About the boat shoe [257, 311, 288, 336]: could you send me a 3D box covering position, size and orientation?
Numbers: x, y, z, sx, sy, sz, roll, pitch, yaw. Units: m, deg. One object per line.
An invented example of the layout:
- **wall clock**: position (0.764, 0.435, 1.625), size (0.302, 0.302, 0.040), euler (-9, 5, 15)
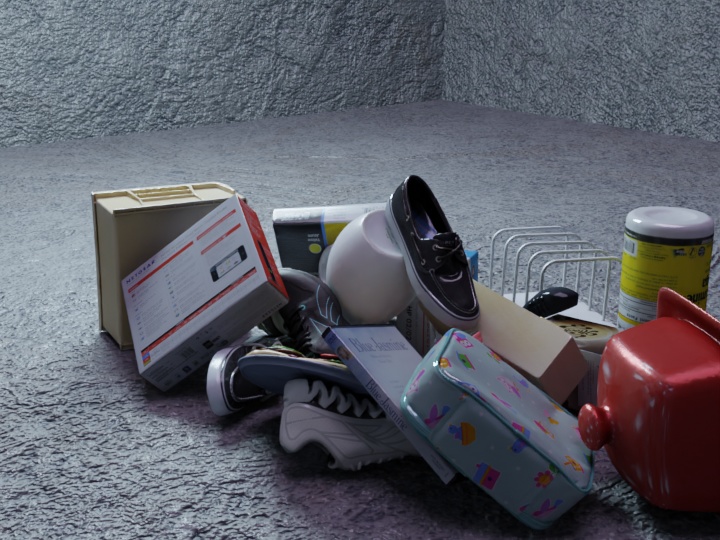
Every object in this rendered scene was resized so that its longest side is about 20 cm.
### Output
- **boat shoe**: position (-0.111, 0.062, 1.414), size (0.060, 0.073, 0.202), euler (-10, -3, 9)

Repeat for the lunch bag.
- **lunch bag**: position (0.138, 0.152, 1.026), size (0.200, 0.077, 0.160), euler (40, 18, 0)

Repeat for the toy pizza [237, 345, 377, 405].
- **toy pizza**: position (-0.036, 0.120, 1.145), size (0.198, 0.032, 0.200), euler (13, -18, 4)

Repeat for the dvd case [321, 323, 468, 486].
- **dvd case**: position (0.059, 0.130, 1.072), size (0.200, 0.018, 0.142), euler (48, 21, 22)

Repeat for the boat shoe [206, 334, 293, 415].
- **boat shoe**: position (-0.120, 0.120, 1.258), size (0.068, 0.074, 0.199), euler (-9, 4, 18)

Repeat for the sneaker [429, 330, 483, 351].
- **sneaker**: position (0.111, 0.134, 1.198), size (0.073, 0.087, 0.200), euler (-19, -14, -5)

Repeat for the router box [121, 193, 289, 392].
- **router box**: position (-0.199, 0.025, 1.312), size (0.199, 0.049, 0.180), euler (-35, 43, 10)

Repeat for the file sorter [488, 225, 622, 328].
- **file sorter**: position (0.282, 0.017, 1.528), size (0.138, 0.126, 0.200), euler (-3, 17, -14)

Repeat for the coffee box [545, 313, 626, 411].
- **coffee box**: position (0.295, 0.120, 1.260), size (0.199, 0.081, 0.113), euler (14, 19, 38)

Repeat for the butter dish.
- **butter dish**: position (0.282, 0.140, 1.008), size (0.147, 0.201, 0.200), euler (-9, 19, -8)

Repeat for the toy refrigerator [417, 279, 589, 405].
- **toy refrigerator**: position (0.167, 0.073, 1.230), size (0.070, 0.076, 0.200), euler (-48, 46, -10)

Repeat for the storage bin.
- **storage bin**: position (-0.262, -0.011, 1.463), size (0.197, 0.202, 0.094), euler (-8, 20, -27)

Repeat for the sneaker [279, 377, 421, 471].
- **sneaker**: position (0.009, 0.176, 1.098), size (0.198, 0.082, 0.075), euler (16, -20, -7)

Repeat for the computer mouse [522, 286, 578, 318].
- **computer mouse**: position (0.204, 0.059, 1.384), size (0.199, 0.034, 0.058), euler (-26, -6, 42)

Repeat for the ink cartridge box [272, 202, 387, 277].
- **ink cartridge box**: position (-0.013, -0.006, 1.482), size (0.196, 0.201, 0.047), euler (-4, 41, 7)

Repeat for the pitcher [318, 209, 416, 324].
- **pitcher**: position (0.000, 0.000, 1.344), size (0.120, 0.201, 0.172), euler (-7, 54, -28)

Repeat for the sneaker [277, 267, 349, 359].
- **sneaker**: position (-0.052, 0.077, 1.271), size (0.200, 0.076, 0.079), euler (45, 38, 15)

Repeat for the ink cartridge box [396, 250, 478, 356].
- **ink cartridge box**: position (0.099, 0.049, 1.427), size (0.067, 0.116, 0.200), euler (7, 17, 23)

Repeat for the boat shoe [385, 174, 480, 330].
- **boat shoe**: position (0.091, -0.027, 1.219), size (0.069, 0.066, 0.201), euler (-5, 55, -26)

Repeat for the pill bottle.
- **pill bottle**: position (0.398, 0.024, 1.374), size (0.111, 0.202, 0.113), euler (0, 17, 0)
